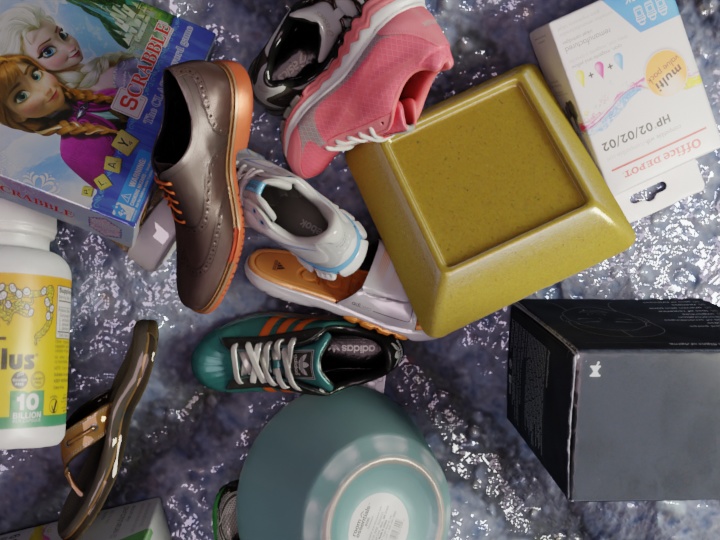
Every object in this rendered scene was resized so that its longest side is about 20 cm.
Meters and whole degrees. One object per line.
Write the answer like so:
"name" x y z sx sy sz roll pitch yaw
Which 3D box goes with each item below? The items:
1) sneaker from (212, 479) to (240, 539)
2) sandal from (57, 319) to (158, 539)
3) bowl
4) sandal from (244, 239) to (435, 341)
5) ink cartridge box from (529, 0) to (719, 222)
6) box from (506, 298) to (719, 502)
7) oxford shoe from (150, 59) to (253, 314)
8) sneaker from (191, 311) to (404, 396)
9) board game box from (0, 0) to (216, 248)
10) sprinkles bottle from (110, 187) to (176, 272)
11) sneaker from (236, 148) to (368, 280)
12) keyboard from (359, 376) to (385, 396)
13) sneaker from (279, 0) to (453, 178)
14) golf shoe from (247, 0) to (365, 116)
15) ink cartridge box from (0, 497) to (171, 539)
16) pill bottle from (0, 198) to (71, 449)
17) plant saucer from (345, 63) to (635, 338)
"sneaker" -0.093 0.291 0.801 0.076 0.085 0.205 -9 97 -3
"sandal" -0.233 0.135 0.768 0.054 0.082 0.203 20 93 -22
"bowl" 0.001 0.208 0.756 0.197 0.105 0.206 -1 91 -26
"sandal" -0.001 0.005 0.767 0.202 0.080 0.060 13 125 -5
"ink cartridge box" 0.244 -0.143 0.779 0.113 0.068 0.203 -23 99 -1
"box" 0.245 0.102 0.747 0.195 0.197 0.127 0 98 -4
"oxford shoe" -0.135 -0.063 0.681 0.072 0.070 0.204 -9 109 -46
"sneaker" -0.059 0.075 0.775 0.195 0.080 0.073 -8 96 1
"board game box" -0.241 -0.146 0.701 0.196 0.041 0.203 20 63 -9
"sprinkles bottle" -0.239 -0.083 0.744 0.199 0.068 0.069 36 94 -5
"sneaker" -0.085 -0.067 0.729 0.197 0.087 0.076 25 82 17
"keyboard" -0.014 0.192 0.831 0.055 0.011 0.205 6 97 -5
"sneaker" 0.002 -0.132 0.714 0.087 0.073 0.201 52 130 15
"golf shoe" -0.015 -0.213 0.737 0.078 0.094 0.201 41 91 -7
"ink cartridge box" -0.269 0.285 0.755 0.196 0.145 0.089 -14 98 -2
"pill bottle" -0.301 0.043 0.729 0.110 0.113 0.205 1 83 -5
"plant saucer" 0.105 -0.075 0.739 0.197 0.049 0.203 -24 67 0
